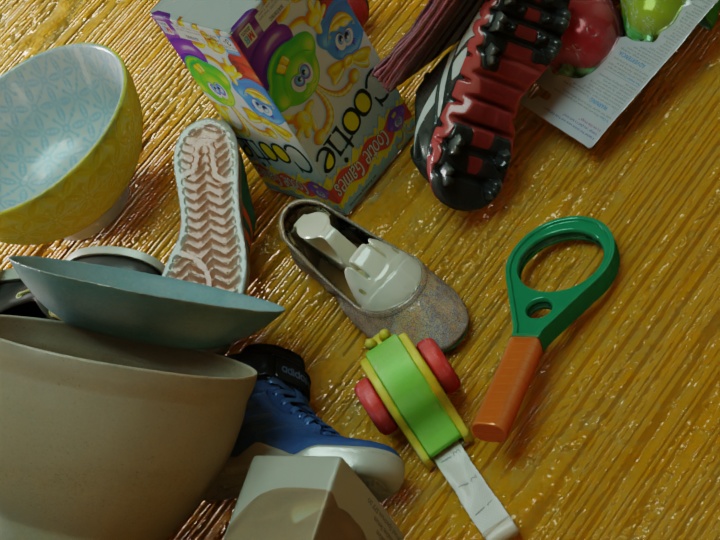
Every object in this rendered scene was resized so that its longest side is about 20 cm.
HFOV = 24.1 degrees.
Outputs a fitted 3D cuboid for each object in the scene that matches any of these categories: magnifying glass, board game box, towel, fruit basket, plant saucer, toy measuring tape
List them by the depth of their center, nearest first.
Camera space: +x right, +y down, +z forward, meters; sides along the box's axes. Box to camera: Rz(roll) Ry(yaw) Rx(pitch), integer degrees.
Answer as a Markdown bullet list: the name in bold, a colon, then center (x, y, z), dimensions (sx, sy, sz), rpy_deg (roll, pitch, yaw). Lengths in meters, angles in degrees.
- **toy measuring tape**: center (0.045, 0.099, 1.120), dimensions (0.073, 0.074, 0.200), rpy_deg (-34, 41, 1)
- **magnifying glass**: center (0.121, 0.036, 1.147), dimensions (0.079, 0.023, 0.201), rpy_deg (2, 43, 30)
- **plant saucer**: center (-0.154, 0.026, 1.194), dimensions (0.200, 0.200, 0.039), rpy_deg (14, 92, 41)
- **towel**: center (0.090, -0.223, 1.305), dimensions (0.144, 0.023, 0.200), rpy_deg (-51, -5, 35)
- **fruit basket**: center (0.193, -0.201, 1.307), dimensions (0.201, 0.094, 0.185), rpy_deg (-53, 42, 3)
- **board game box**: center (-0.056, -0.156, 1.324), dimensions (0.103, 0.200, 0.105), rpy_deg (21, 64, 43)

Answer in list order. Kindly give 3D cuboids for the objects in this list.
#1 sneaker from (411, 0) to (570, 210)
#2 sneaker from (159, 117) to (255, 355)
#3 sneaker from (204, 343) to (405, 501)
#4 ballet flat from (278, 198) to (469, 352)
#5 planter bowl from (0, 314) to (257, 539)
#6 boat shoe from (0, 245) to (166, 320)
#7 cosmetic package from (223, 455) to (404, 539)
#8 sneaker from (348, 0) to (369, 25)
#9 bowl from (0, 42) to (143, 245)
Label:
- **sneaker**: center (0.092, -0.149, 1.271), dimensions (0.098, 0.070, 0.202), rpy_deg (34, 104, 62)
- **sneaker**: center (-0.114, -0.015, 1.342), dimensions (0.071, 0.080, 0.202), rpy_deg (-2, 69, 10)
- **sneaker**: center (-0.049, 0.101, 1.174), dimensions (0.199, 0.077, 0.112), rpy_deg (-6, 58, 38)
- **ballet flat**: center (0.000, 0.000, 1.244), dimensions (0.068, 0.067, 0.199), rpy_deg (-47, 43, -13)
- **planter bowl**: center (-0.177, 0.114, 1.101), dimensions (0.199, 0.199, 0.136), rpy_deg (12, 92, 40)
- **boat shoe**: center (-0.239, 0.030, 1.376), dimensions (0.200, 0.072, 0.061), rpy_deg (-12, 46, 35)
- **cosmetic package**: center (-0.047, 0.225, 1.040), dimensions (0.071, 0.105, 0.201), rpy_deg (-4, 52, 30)
- **sneaker**: center (-0.092, -0.207, 1.494), dimensions (0.199, 0.071, 0.098), rpy_deg (-2, 48, 30)
- **bowl**: center (-0.262, -0.090, 1.470), dimensions (0.199, 0.108, 0.201), rpy_deg (-19, 44, 19)
